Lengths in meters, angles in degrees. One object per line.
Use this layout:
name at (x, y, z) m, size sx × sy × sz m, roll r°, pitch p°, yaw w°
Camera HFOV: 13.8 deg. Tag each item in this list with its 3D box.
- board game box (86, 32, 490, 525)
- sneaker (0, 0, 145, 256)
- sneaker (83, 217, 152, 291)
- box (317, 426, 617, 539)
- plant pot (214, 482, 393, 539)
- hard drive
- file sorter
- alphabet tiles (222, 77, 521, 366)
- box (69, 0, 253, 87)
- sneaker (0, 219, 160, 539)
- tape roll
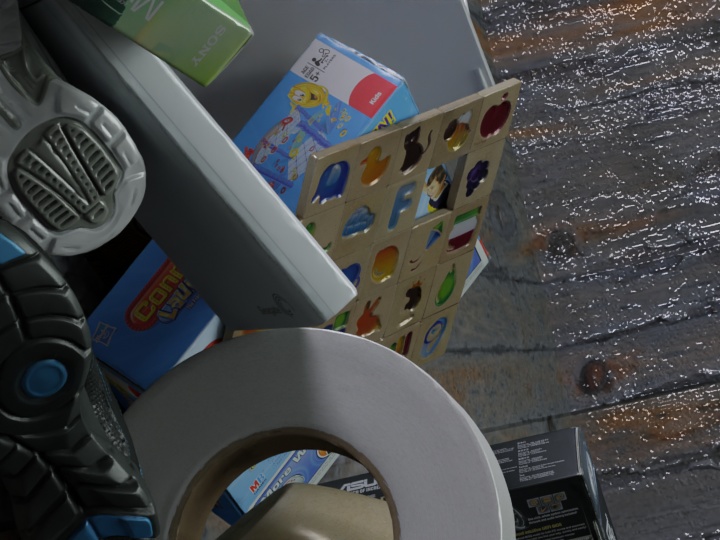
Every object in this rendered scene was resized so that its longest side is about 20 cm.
board game box at (-0.034, 0.014, 1.499) m, size 0.056 × 0.200 × 0.196 m, roll 32°, pitch -15°, yaw 28°
sneaker at (-0.173, -0.095, 1.238) m, size 0.200 × 0.078 × 0.099 m, roll 59°, pitch -12°, yaw -28°
sneaker at (-0.100, -0.040, 1.525) m, size 0.200 × 0.071 × 0.113 m, roll 77°, pitch 11°, yaw -52°
box at (0.050, 0.182, 1.708) m, size 0.044 × 0.199 × 0.161 m, roll -90°, pitch 162°, yaw -54°
plant pot at (-0.023, 0.181, 1.422) m, size 0.135 × 0.200 × 0.200 m, roll 48°, pitch 13°, yaw -2°
hard drive at (-0.093, -0.057, 1.302) m, size 0.200 × 0.027 × 0.132 m, roll 50°, pitch -17°, yaw -12°
file sorter at (-0.046, -0.149, 1.610) m, size 0.139 × 0.199 × 0.125 m, roll 65°, pitch 11°, yaw -50°
alphabet tiles at (0.000, 0.000, 1.473) m, size 0.200 × 0.008 × 0.168 m, roll -23°, pitch 137°, yaw -48°
box at (-0.140, -0.165, 1.196) m, size 0.200 × 0.036 × 0.144 m, roll 30°, pitch 20°, yaw -30°
sneaker at (-0.143, 0.044, 1.233) m, size 0.200 × 0.073 × 0.082 m, roll 75°, pitch -8°, yaw -45°
tape roll at (-0.031, 0.127, 1.329) m, size 0.037 × 0.202 × 0.203 m, roll 45°, pitch 33°, yaw -70°
